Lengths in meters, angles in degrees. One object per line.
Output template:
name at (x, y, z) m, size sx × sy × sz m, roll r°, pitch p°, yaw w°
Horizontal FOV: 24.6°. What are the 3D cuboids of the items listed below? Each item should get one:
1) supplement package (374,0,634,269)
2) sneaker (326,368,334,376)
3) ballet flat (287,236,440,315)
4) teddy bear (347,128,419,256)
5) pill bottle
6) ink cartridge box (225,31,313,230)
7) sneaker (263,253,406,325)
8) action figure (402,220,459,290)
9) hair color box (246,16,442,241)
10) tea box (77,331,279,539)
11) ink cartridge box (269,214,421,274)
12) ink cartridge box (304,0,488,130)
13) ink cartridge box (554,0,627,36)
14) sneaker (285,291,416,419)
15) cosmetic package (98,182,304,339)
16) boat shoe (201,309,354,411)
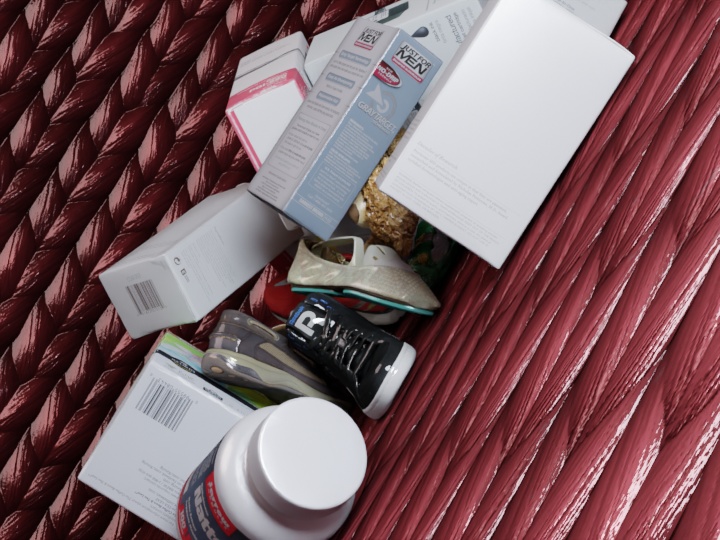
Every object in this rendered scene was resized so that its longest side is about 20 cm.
supplement package at (0.114, -0.121, 1.346) m, size 0.201 × 0.119 × 0.121 m, roll -57°, pitch 4°, yaw 5°
sneaker at (-0.025, 0.103, 1.726) m, size 0.200 × 0.073 × 0.083 m, roll 156°, pitch 118°, yaw -73°
ballet flat at (0.000, 0.000, 1.547) m, size 0.199 × 0.067 × 0.063 m, roll 9°, pitch 86°, yaw 47°
teddy bear at (0.017, -0.082, 1.614) m, size 0.201 × 0.066 × 0.146 m, roll -90°, pitch 12°, yaw -53°
pill bottle at (-0.071, 0.178, 1.339) m, size 0.120 × 0.119 × 0.200 m, roll -61°, pitch 6°, yaw -32°
ink cartridge box at (-0.069, -0.151, 1.737) m, size 0.084 × 0.146 × 0.200 m, roll -25°, pitch 20°, yaw 8°
sneaker at (-0.033, 0.008, 1.718) m, size 0.199 × 0.085 × 0.078 m, roll -6°, pitch 56°, yaw 42°
action figure at (0.073, -0.035, 1.624) m, size 0.118 × 0.054 × 0.201 m, roll -51°, pitch 13°, yaw 35°
hair color box at (-0.016, -0.135, 1.554) m, size 0.201 × 0.060 × 0.099 m, roll -57°, pitch 29°, yaw -1°
tea box at (-0.144, 0.176, 1.583) m, size 0.134 × 0.199 × 0.197 m, roll -57°, pitch 6°, yaw 3°
ink cartridge box at (0.001, -0.062, 1.814) m, size 0.199 × 0.083 × 0.146 m, roll -5°, pitch 47°, yaw 46°
ink cartridge box at (0.060, -0.200, 1.703) m, size 0.198 × 0.147 × 0.083 m, roll -20°, pitch 24°, yaw 20°
ink cartridge box at (0.145, -0.169, 1.512) m, size 0.201 × 0.087 × 0.145 m, roll -62°, pitch 7°, yaw -13°
sneaker at (-0.017, 0.072, 1.492) m, size 0.073 × 0.111 × 0.200 m, roll -59°, pitch 5°, yaw -1°
cosmetic package at (-0.164, -0.017, 1.730) m, size 0.112 × 0.082 × 0.200 m, roll -15°, pitch 17°, yaw 42°
boat shoe at (-0.068, 0.087, 1.581) m, size 0.074 × 0.199 × 0.074 m, roll 2°, pitch 75°, yaw 37°
